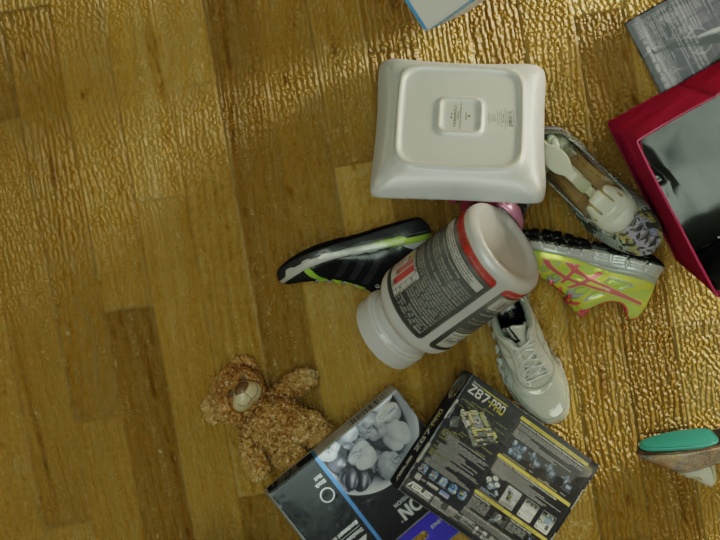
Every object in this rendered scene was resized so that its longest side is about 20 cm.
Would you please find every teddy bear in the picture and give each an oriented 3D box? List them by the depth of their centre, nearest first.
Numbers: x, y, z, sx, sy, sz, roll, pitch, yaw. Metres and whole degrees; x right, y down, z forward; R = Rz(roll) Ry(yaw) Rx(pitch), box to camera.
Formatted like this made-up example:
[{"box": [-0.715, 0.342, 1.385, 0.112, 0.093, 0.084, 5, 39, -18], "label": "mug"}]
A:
[{"box": [-0.095, 0.189, 1.724, 0.144, 0.067, 0.201, -34, 93, 4], "label": "teddy bear"}]

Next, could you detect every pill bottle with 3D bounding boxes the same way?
[{"box": [0.095, 0.022, 1.622, 0.199, 0.116, 0.116, -37, 92, 30], "label": "pill bottle"}]

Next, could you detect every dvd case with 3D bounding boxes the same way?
[{"box": [0.430, -0.272, 1.671, 0.199, 0.016, 0.150, -29, 93, 6], "label": "dvd case"}]

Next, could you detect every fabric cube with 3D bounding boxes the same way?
[{"box": [0.415, -0.118, 1.585, 0.199, 0.199, 0.197, -29, 98, 6], "label": "fabric cube"}]

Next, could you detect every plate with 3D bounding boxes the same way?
[{"box": [0.114, -0.169, 1.637, 0.197, 0.032, 0.201, 3, 57, 3], "label": "plate"}]

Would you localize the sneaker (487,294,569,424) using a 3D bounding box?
[{"box": [0.191, 0.092, 1.690, 0.074, 0.081, 0.202, -24, 95, 4], "label": "sneaker"}]

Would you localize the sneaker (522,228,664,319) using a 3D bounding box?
[{"box": [0.251, 0.008, 1.681, 0.198, 0.078, 0.091, 14, 104, 5], "label": "sneaker"}]

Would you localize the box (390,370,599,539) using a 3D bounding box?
[{"box": [0.159, 0.240, 1.687, 0.199, 0.049, 0.162, 35, 86, -12], "label": "box"}]

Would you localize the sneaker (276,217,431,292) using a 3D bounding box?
[{"box": [0.000, 0.000, 1.698, 0.198, 0.072, 0.084, -16, 96, 6], "label": "sneaker"}]

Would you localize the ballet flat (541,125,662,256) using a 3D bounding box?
[{"box": [0.262, -0.091, 1.645, 0.072, 0.072, 0.200, -46, 72, 7], "label": "ballet flat"}]

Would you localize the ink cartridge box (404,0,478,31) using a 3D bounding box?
[{"box": [0.112, -0.364, 1.604, 0.125, 0.200, 0.129, -33, 93, 24], "label": "ink cartridge box"}]

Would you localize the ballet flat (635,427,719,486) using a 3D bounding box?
[{"box": [0.428, 0.217, 1.693, 0.198, 0.068, 0.068, -13, 102, 7], "label": "ballet flat"}]

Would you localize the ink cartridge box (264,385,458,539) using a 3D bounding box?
[{"box": [0.022, 0.277, 1.705, 0.198, 0.043, 0.201, -39, 101, -6], "label": "ink cartridge box"}]

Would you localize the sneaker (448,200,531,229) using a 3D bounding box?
[{"box": [0.125, -0.128, 1.686, 0.199, 0.079, 0.096, 37, 67, 7], "label": "sneaker"}]
